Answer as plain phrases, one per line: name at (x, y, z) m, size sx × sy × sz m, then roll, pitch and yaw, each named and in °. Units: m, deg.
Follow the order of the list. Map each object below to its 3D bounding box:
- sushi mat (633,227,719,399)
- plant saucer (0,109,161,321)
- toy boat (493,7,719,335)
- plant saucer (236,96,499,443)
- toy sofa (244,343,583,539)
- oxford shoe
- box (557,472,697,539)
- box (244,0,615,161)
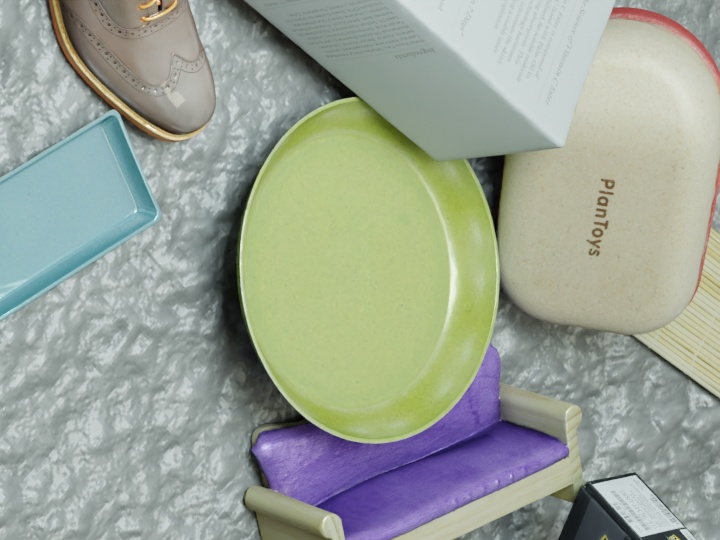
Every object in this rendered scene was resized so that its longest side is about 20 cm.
sushi mat at (0.211, 0.009, 1.529) m, size 0.200 × 0.012 × 0.096 m, roll 34°, pitch 78°, yaw -36°
plant saucer at (-0.198, -0.009, 1.217) m, size 0.200 × 0.019 × 0.070 m, roll -35°, pitch 117°, yaw -28°
toy boat at (0.155, -0.068, 1.415) m, size 0.131 × 0.130 × 0.201 m, roll -71°, pitch 169°, yaw -62°
plant saucer at (0.000, 0.000, 1.341) m, size 0.199 × 0.031 × 0.201 m, roll 2°, pitch 86°, yaw -40°
toy sofa at (0.035, 0.119, 1.372) m, size 0.199 × 0.083 × 0.098 m, roll -20°, pitch 111°, yaw -32°
oxford shoe at (-0.124, -0.151, 1.212) m, size 0.071 × 0.073 × 0.200 m, roll -43°, pitch 120°, yaw -24°
box at (0.175, 0.261, 1.387) m, size 0.049 × 0.199 × 0.201 m, roll -6°, pitch 131°, yaw -35°
box at (0.042, -0.179, 1.295) m, size 0.200 × 0.106 × 0.153 m, roll 39°, pitch 63°, yaw -35°
